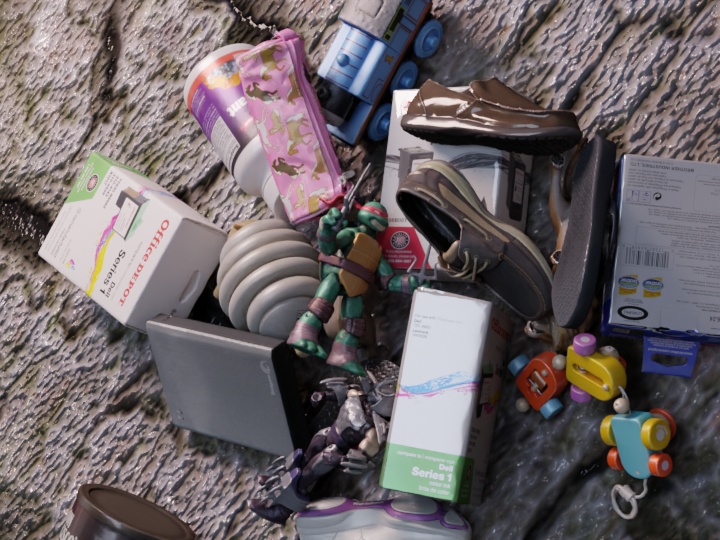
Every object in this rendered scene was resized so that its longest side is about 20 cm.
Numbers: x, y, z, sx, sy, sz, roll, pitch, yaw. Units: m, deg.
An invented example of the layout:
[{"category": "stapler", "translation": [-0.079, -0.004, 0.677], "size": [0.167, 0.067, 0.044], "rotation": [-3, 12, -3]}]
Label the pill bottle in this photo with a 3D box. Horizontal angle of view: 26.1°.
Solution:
[{"category": "pill bottle", "translation": [-0.112, -0.156, 1.787], "size": [0.111, 0.111, 0.200], "rotation": [-43, 61, 15]}]

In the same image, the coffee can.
[{"category": "coffee can", "translation": [-0.290, 0.363, 1.752], "size": [0.146, 0.146, 0.201], "rotation": [26, 93, 32]}]

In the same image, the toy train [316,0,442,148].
[{"category": "toy train", "translation": [0.012, -0.234, 1.730], "size": [0.086, 0.114, 0.201], "rotation": [32, 95, 32]}]

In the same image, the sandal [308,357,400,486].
[{"category": "sandal", "translation": [-0.010, 0.165, 1.699], "size": [0.200, 0.045, 0.075], "rotation": [-47, 53, 30]}]

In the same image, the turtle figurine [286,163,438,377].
[{"category": "turtle figurine", "translation": [0.000, 0.000, 1.598], "size": [0.101, 0.149, 0.201], "rotation": [9, 77, 65]}]

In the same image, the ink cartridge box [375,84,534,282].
[{"category": "ink cartridge box", "translation": [0.101, -0.092, 1.662], "size": [0.144, 0.083, 0.202], "rotation": [1, 80, 31]}]

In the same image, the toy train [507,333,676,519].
[{"category": "toy train", "translation": [0.238, 0.138, 1.542], "size": [0.200, 0.055, 0.151], "rotation": [51, 145, 22]}]

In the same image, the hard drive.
[{"category": "hard drive", "translation": [-0.146, 0.127, 1.731], "size": [0.199, 0.033, 0.141], "rotation": [9, 122, 40]}]

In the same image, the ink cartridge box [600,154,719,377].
[{"category": "ink cartridge box", "translation": [0.305, -0.002, 1.498], "size": [0.135, 0.076, 0.202], "rotation": [6, 79, 5]}]

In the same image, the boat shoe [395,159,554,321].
[{"category": "boat shoe", "translation": [0.108, -0.020, 1.535], "size": [0.200, 0.073, 0.075], "rotation": [45, 140, 16]}]

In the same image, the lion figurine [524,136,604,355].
[{"category": "lion figurine", "translation": [0.215, -0.022, 1.583], "size": [0.072, 0.123, 0.201], "rotation": [8, 65, 7]}]

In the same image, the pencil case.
[{"category": "pencil case", "translation": [-0.068, -0.152, 1.665], "size": [0.086, 0.083, 0.201], "rotation": [-21, 88, 8]}]

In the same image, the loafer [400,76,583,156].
[{"category": "loafer", "translation": [0.131, -0.162, 1.568], "size": [0.199, 0.073, 0.072], "rotation": [10, 84, 29]}]

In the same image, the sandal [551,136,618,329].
[{"category": "sandal", "translation": [0.225, -0.037, 1.484], "size": [0.076, 0.043, 0.201], "rotation": [132, 155, -63]}]

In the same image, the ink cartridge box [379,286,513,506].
[{"category": "ink cartridge box", "translation": [0.090, 0.130, 1.574], "size": [0.083, 0.145, 0.202], "rotation": [9, 83, 15]}]

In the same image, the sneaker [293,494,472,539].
[{"category": "sneaker", "translation": [0.028, 0.289, 1.639], "size": [0.199, 0.075, 0.100], "rotation": [-3, 100, 28]}]

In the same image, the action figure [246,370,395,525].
[{"category": "action figure", "translation": [-0.031, 0.181, 1.619], "size": [0.200, 0.069, 0.130], "rotation": [-46, 24, 20]}]

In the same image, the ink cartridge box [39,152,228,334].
[{"category": "ink cartridge box", "translation": [-0.271, -0.029, 1.846], "size": [0.200, 0.084, 0.145], "rotation": [33, 96, 40]}]

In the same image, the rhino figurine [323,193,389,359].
[{"category": "rhino figurine", "translation": [-0.006, -0.002, 1.701], "size": [0.059, 0.087, 0.201], "rotation": [-10, 65, 25]}]

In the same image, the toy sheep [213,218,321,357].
[{"category": "toy sheep", "translation": [-0.097, 0.021, 1.730], "size": [0.138, 0.138, 0.201], "rotation": [-42, 56, 16]}]
